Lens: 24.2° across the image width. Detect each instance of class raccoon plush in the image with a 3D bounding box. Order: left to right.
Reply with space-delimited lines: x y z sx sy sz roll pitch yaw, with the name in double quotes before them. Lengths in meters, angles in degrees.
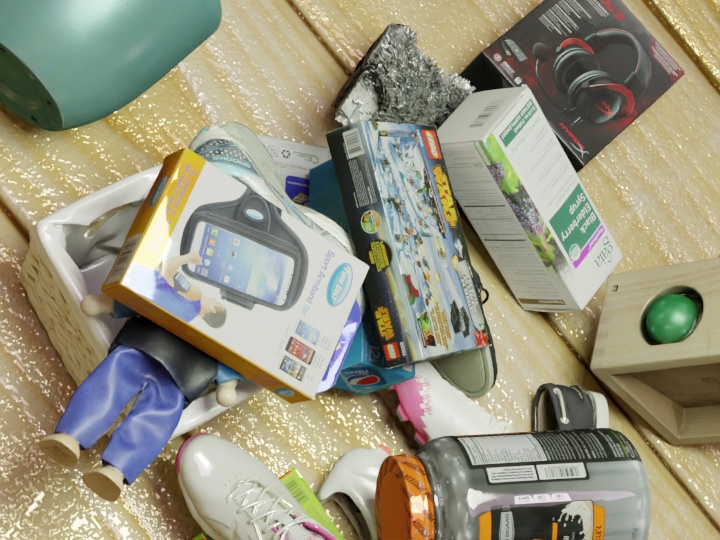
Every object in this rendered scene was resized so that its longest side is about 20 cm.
"raccoon plush" 0.045 -0.133 1.518 0.134 0.097 0.200 36 36 -7

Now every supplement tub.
"supplement tub" 0.119 0.190 1.340 0.200 0.123 0.123 -2 70 -16

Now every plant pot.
"plant pot" -0.243 -0.213 1.385 0.201 0.201 0.161 41 70 -4

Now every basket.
"basket" -0.171 0.040 1.347 0.136 0.123 0.200 -28 82 -31

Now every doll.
"doll" -0.155 0.067 1.242 0.136 0.048 0.200 39 59 -7

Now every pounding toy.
"pounding toy" 0.321 0.044 1.496 0.200 0.184 0.142 40 53 -38

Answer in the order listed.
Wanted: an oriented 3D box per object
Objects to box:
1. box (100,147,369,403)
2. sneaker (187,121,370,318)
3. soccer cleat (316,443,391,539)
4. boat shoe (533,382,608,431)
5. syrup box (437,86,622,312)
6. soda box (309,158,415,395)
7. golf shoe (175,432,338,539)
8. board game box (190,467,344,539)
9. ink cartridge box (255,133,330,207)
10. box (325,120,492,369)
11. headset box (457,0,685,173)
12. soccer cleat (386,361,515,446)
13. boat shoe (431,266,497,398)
"box" -0.081 0.011 1.251 0.200 0.041 0.119 32 67 -21
"sneaker" -0.071 -0.022 1.335 0.200 0.078 0.086 46 24 -15
"soccer cleat" 0.049 0.233 1.407 0.200 0.069 0.078 43 63 5
"boat shoe" 0.180 0.191 1.476 0.060 0.074 0.200 17 60 -18
"syrup box" 0.150 -0.061 1.518 0.079 0.081 0.200 -48 119 -29
"soda box" 0.000 0.000 1.441 0.064 0.068 0.200 20 60 -39
"golf shoe" -0.062 0.199 1.296 0.200 0.092 0.075 48 60 2
"board game box" -0.041 0.272 1.356 0.102 0.048 0.200 -33 85 -31
"ink cartridge box" -0.075 -0.022 1.469 0.095 0.037 0.200 10 63 -22
"box" 0.042 -0.024 1.399 0.137 0.040 0.200 -4 79 -61
"headset box" 0.211 -0.194 1.647 0.149 0.075 0.200 49 58 1
"soccer cleat" 0.097 0.141 1.445 0.200 0.086 0.070 61 17 2
"boat shoe" 0.080 0.017 1.504 0.066 0.075 0.199 -16 71 -46
